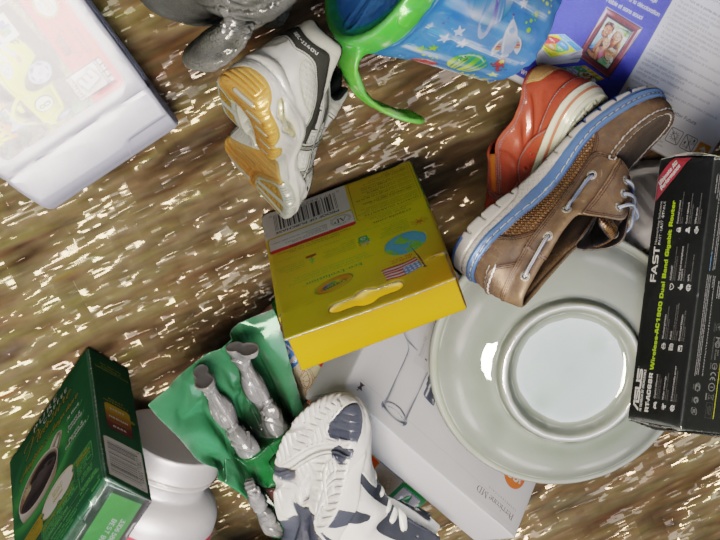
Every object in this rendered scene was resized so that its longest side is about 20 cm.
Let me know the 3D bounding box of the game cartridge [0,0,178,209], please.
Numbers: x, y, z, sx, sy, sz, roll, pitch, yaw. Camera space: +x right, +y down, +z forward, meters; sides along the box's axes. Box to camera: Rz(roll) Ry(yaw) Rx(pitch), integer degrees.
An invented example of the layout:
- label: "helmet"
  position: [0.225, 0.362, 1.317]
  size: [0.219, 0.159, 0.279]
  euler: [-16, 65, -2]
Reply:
- label: "game cartridge"
  position: [-0.239, -0.145, 1.141]
  size: [0.133, 0.041, 0.200]
  euler: [-32, 116, 8]

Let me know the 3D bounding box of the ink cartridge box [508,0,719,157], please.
- label: "ink cartridge box"
  position: [0.225, -0.200, 1.211]
  size: [0.198, 0.047, 0.200]
  euler: [24, 105, -19]

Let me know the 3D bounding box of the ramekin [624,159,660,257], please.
- label: "ramekin"
  position: [0.237, 0.023, 1.278]
  size: [0.200, 0.105, 0.200]
  euler: [-4, 115, -10]

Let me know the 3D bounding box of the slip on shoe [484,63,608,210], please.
- label: "slip on shoe"
  position: [0.124, -0.074, 1.221]
  size: [0.074, 0.061, 0.200]
  euler: [-28, 150, -38]

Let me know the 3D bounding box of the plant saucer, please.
- label: "plant saucer"
  position: [0.151, 0.069, 1.188]
  size: [0.200, 0.050, 0.200]
  euler: [-1, 103, -3]

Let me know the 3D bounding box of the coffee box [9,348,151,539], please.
- label: "coffee box"
  position: [-0.209, 0.155, 1.189]
  size: [0.044, 0.200, 0.123]
  euler: [29, 104, -24]

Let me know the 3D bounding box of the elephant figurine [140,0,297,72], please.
- label: "elephant figurine"
  position: [-0.083, -0.202, 1.055]
  size: [0.141, 0.200, 0.155]
  euler: [27, 106, -22]

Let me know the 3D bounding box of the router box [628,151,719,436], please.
- label: "router box"
  position: [0.282, 0.023, 1.174]
  size: [0.150, 0.062, 0.200]
  euler: [9, 88, -29]

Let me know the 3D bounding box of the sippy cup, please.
- label: "sippy cup"
  position: [0.065, -0.199, 1.136]
  size: [0.130, 0.140, 0.178]
  euler: [22, 134, -31]

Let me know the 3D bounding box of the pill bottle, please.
- label: "pill bottle"
  position: [-0.178, 0.216, 1.273]
  size: [0.109, 0.109, 0.200]
  euler: [15, 110, -18]

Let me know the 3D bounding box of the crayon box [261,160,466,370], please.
- label: "crayon box"
  position: [0.000, 0.000, 1.158]
  size: [0.127, 0.200, 0.051]
  euler: [-20, 116, 3]

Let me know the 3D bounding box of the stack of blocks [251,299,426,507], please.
- label: "stack of blocks"
  position: [-0.018, 0.116, 1.290]
  size: [0.115, 0.059, 0.200]
  euler: [-45, 115, 9]

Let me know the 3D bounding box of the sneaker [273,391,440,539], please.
- label: "sneaker"
  position: [0.006, 0.171, 1.210]
  size: [0.130, 0.079, 0.199]
  euler: [-12, 116, -40]

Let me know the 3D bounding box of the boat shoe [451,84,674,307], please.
- label: "boat shoe"
  position: [0.160, -0.048, 1.153]
  size: [0.200, 0.072, 0.072]
  euler: [-43, 156, -8]

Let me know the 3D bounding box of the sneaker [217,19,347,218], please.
- label: "sneaker"
  position: [-0.044, -0.104, 1.135]
  size: [0.088, 0.200, 0.076]
  euler: [-42, 79, -15]

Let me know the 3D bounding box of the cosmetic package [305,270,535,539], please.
- label: "cosmetic package"
  position: [0.067, 0.094, 1.256]
  size: [0.200, 0.052, 0.151]
  euler: [42, 58, -25]

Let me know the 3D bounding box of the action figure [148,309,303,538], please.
- label: "action figure"
  position: [-0.067, 0.142, 1.226]
  size: [0.118, 0.055, 0.200]
  euler: [-36, 124, -15]
